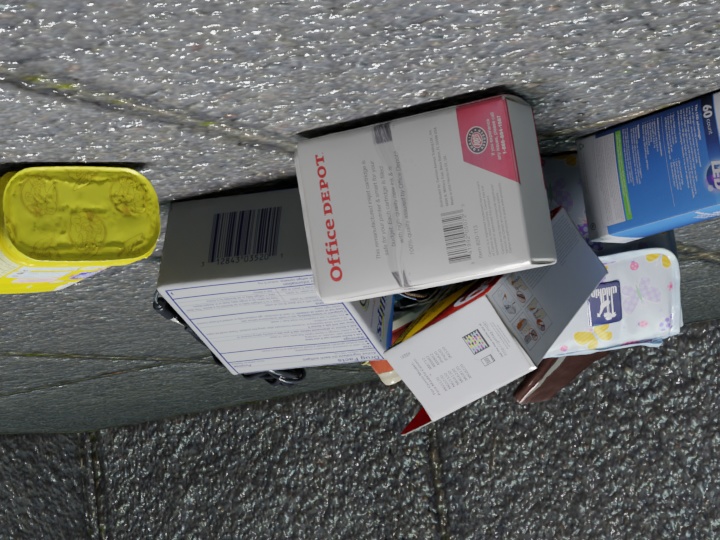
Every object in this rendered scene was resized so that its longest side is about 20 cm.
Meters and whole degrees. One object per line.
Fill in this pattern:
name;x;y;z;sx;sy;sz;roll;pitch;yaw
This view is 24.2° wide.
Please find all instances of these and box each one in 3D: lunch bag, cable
lunch bag;0.234;-0.016;1.718;0.168;0.201;0.127;-6;172;-3
cable;-0.149;0.090;1.954;0.199;0.051;0.163;28;162;20

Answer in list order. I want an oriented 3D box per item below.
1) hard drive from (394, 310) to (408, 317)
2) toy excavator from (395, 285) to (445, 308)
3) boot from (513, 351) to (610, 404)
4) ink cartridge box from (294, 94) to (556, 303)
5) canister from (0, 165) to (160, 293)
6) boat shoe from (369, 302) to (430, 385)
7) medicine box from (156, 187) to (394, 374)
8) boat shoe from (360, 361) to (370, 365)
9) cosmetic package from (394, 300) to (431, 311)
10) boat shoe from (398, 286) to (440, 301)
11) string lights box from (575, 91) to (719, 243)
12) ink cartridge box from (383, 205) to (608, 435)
hard drive;-0.035;0.066;2.015;0.199;0.027;0.132;0;175;-26
toy excavator;0.000;0.000;1.869;0.199;0.101;0.194;-10;173;-44
boot;0.229;0.091;1.869;0.167;0.072;0.200;-51;161;19
ink cartridge box;0.056;-0.060;1.462;0.199;0.148;0.083;-11;176;23
canister;-0.291;-0.033;1.548;0.148;0.087;0.200;-2;171;-31
boat shoe;0.067;0.072;1.853;0.071;0.063;0.200;-22;180;31
medicine box;-0.081;0.013;1.712;0.181;0.104;0.200;-6;149;19
boat shoe;0.030;0.084;1.935;0.200;0.061;0.072;4;-173;-28
cosmetic package;-0.010;0.007;2.018;0.199;0.088;0.103;1;172;-39
boat shoe;0.051;-0.012;1.627;0.072;0.073;0.200;22;172;-6
string lights box;0.300;-0.097;1.576;0.059;0.103;0.199;2;167;-42
ink cartridge box;0.113;0.047;1.575;0.175;0.084;0.200;-32;-173;36
